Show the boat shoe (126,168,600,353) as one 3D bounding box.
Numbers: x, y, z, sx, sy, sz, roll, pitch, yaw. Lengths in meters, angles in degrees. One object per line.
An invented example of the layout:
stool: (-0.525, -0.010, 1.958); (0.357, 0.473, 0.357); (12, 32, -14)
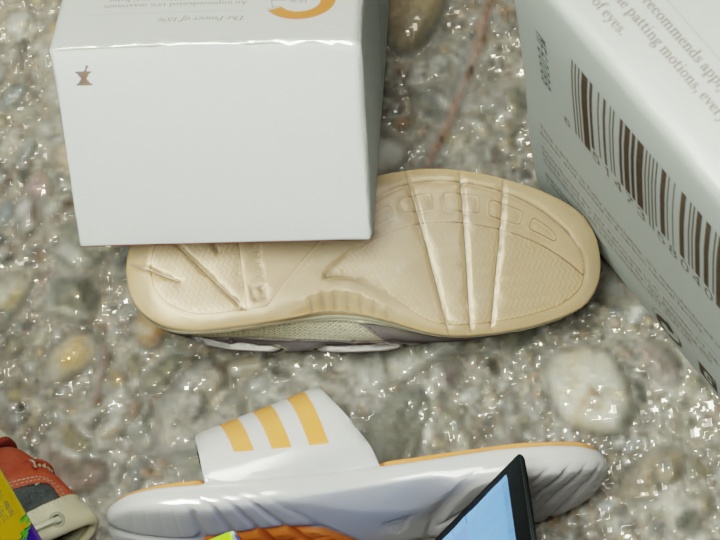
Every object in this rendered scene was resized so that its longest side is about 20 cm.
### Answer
boat shoe: (0.000, 0.000, 1.245); (0.199, 0.065, 0.072); (-5, 81, -6)

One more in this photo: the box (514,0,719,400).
box: (0.187, -0.056, 1.181); (0.171, 0.200, 0.199); (-34, 65, -9)

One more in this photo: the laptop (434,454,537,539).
laptop: (-0.031, 0.165, 1.109); (0.199, 0.104, 0.177); (-1, 34, -3)

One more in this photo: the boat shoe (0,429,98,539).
boat shoe: (-0.194, 0.150, 1.191); (0.063, 0.071, 0.200); (38, 69, 17)

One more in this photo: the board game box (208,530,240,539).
board game box: (-0.093, 0.195, 1.062); (0.134, 0.045, 0.200); (-23, 32, 10)

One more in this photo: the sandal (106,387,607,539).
sandal: (-0.004, 0.081, 1.206); (0.206, 0.079, 0.059); (-7, 62, -8)

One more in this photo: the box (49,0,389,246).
box: (-0.054, -0.107, 1.239); (0.124, 0.098, 0.200); (-1, 36, 4)

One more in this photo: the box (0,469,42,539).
box: (-0.239, 0.087, 1.070); (0.192, 0.200, 0.122); (-35, 55, -11)
